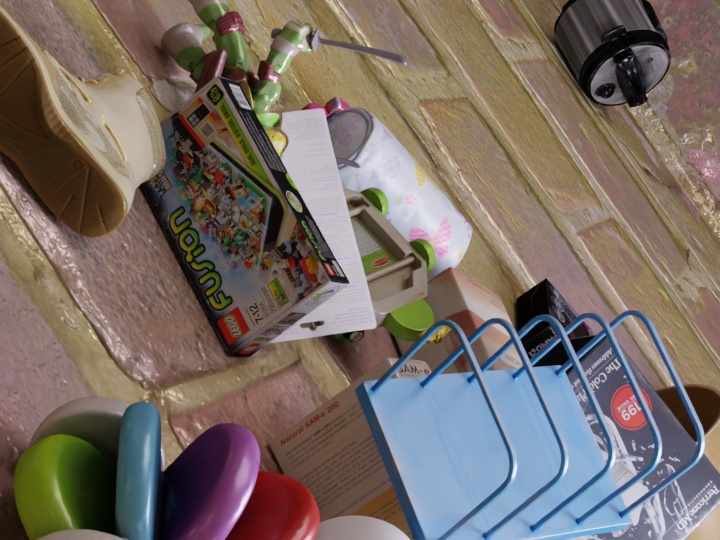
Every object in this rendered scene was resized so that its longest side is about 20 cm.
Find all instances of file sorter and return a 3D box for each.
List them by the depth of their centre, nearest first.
[{"bbox_3d":[0.128,0.110,1.282,0.200,0.123,0.139,-2,59,-38],"label":"file sorter"}]

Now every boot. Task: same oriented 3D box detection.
[{"bbox_3d":[-0.227,-0.133,1.348,0.200,0.073,0.156,52,20,-11],"label":"boot"}]

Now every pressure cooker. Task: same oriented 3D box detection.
[{"bbox_3d":[0.454,-0.388,3.168,0.175,0.179,0.200,4,49,-33],"label":"pressure cooker"}]

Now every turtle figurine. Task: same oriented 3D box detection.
[{"bbox_3d":[-0.085,-0.174,1.634,0.194,0.200,0.144,57,-10,24],"label":"turtle figurine"}]

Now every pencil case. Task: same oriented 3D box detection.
[{"bbox_3d":[0.028,-0.072,1.779,0.200,0.091,0.083,45,12,-36],"label":"pencil case"}]

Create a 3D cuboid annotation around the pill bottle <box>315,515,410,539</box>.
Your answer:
[{"bbox_3d":[-0.004,0.260,1.156,0.113,0.113,0.200,45,21,-25],"label":"pill bottle"}]

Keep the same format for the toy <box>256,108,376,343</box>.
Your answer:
[{"bbox_3d":[-0.067,-0.035,1.515,0.115,0.047,0.201,-8,78,-23],"label":"toy"}]

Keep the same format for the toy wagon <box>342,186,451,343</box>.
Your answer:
[{"bbox_3d":[0.000,0.000,1.595,0.155,0.040,0.200,-22,63,-45],"label":"toy wagon"}]

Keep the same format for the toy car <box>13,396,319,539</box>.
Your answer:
[{"bbox_3d":[-0.105,0.154,1.043,0.200,0.150,0.175,44,22,-26],"label":"toy car"}]

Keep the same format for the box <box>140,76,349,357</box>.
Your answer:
[{"bbox_3d":[-0.102,-0.043,1.433,0.200,0.110,0.035,60,21,18],"label":"box"}]

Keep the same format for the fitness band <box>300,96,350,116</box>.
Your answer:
[{"bbox_3d":[0.007,-0.105,1.889,0.200,0.037,0.144,36,27,-39],"label":"fitness band"}]

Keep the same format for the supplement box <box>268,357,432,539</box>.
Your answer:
[{"bbox_3d":[0.034,0.183,1.349,0.073,0.126,0.200,11,47,-61],"label":"supplement box"}]

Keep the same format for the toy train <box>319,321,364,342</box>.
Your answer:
[{"bbox_3d":[-0.031,-0.013,1.652,0.056,0.042,0.200,27,32,-33],"label":"toy train"}]

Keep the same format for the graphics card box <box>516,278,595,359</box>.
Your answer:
[{"bbox_3d":[0.261,0.116,2.083,0.200,0.051,0.126,47,21,-18],"label":"graphics card box"}]

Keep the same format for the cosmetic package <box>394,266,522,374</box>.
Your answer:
[{"bbox_3d":[0.111,0.109,1.700,0.103,0.087,0.200,31,31,-50],"label":"cosmetic package"}]

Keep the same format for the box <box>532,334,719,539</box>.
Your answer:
[{"bbox_3d":[0.184,0.187,1.550,0.182,0.200,0.104,51,-19,-8],"label":"box"}]

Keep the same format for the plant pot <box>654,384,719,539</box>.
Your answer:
[{"bbox_3d":[0.330,0.253,1.874,0.186,0.186,0.200,-66,134,-67],"label":"plant pot"}]
